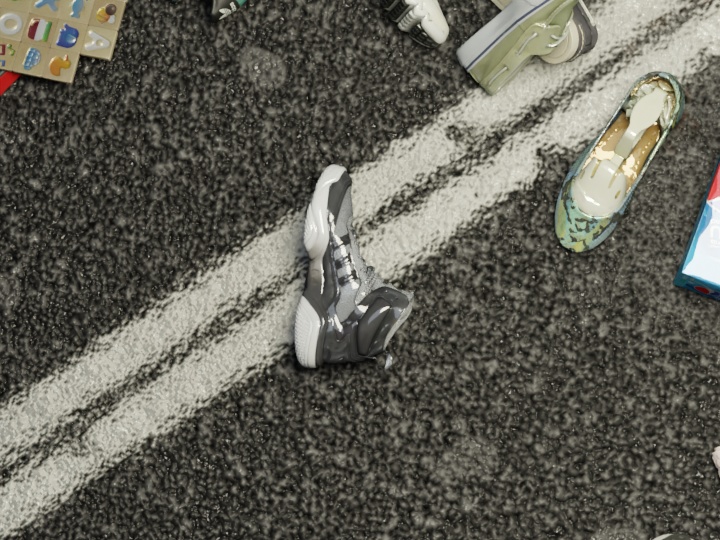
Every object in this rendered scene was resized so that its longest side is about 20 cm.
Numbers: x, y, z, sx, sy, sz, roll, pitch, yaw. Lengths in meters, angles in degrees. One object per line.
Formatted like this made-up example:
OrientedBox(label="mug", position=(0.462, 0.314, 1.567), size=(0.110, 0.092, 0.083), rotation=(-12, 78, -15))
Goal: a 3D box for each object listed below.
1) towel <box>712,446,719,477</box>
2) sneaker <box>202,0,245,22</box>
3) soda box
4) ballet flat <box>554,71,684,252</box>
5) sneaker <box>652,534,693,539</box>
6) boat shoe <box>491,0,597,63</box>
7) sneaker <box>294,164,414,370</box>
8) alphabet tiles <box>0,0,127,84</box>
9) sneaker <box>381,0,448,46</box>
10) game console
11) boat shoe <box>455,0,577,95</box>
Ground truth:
OrientedBox(label="towel", position=(0.455, 0.224, 1.266), size=(0.189, 0.032, 0.202), rotation=(-24, 77, 2))
OrientedBox(label="sneaker", position=(-0.203, -0.338, 1.427), size=(0.199, 0.071, 0.080), rotation=(35, 81, 10))
OrientedBox(label="soda box", position=(0.368, -0.074, 1.311), size=(0.063, 0.068, 0.202), rotation=(20, 83, 10))
OrientedBox(label="ballet flat", position=(0.252, -0.112, 1.333), size=(0.074, 0.074, 0.201), rotation=(29, 85, 11))
OrientedBox(label="sneaker", position=(0.269, 0.340, 1.250), size=(0.074, 0.081, 0.202), rotation=(15, 63, 14))
OrientedBox(label="boat shoe", position=(0.174, -0.298, 1.392), size=(0.062, 0.073, 0.201), rotation=(-15, 67, -40))
OrientedBox(label="sneaker", position=(0.000, 0.000, 1.342), size=(0.112, 0.075, 0.203), rotation=(6, 86, 7))
OrientedBox(label="alphabet tiles", position=(-0.348, -0.289, 1.448), size=(0.197, 0.006, 0.169), rotation=(12, 76, 6))
OrientedBox(label="sneaker", position=(0.042, -0.323, 1.372), size=(0.081, 0.075, 0.201), rotation=(-32, 99, -14))
OrientedBox(label="game console", position=(-0.422, -0.291, 1.470), size=(0.200, 0.031, 0.177), rotation=(44, 81, 11))
OrientedBox(label="boat shoe", position=(0.172, -0.241, 1.323), size=(0.062, 0.200, 0.072), rotation=(52, 53, -2))
